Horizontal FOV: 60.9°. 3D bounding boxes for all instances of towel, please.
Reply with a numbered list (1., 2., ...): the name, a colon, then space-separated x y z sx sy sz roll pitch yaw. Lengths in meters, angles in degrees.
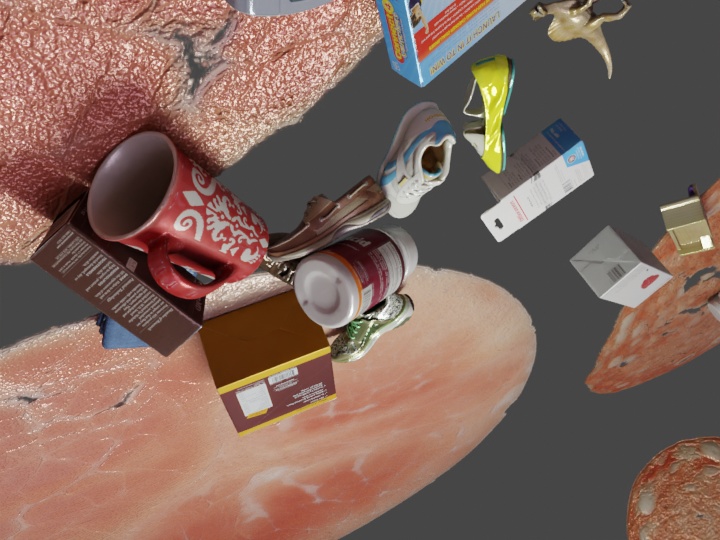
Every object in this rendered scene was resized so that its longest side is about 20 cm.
1. towel: -0.311 0.035 0.895 0.111 0.049 0.200 3 134 -35

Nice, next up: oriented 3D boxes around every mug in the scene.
1. mug: -0.218 -0.044 0.761 0.133 0.178 0.200 0 162 27

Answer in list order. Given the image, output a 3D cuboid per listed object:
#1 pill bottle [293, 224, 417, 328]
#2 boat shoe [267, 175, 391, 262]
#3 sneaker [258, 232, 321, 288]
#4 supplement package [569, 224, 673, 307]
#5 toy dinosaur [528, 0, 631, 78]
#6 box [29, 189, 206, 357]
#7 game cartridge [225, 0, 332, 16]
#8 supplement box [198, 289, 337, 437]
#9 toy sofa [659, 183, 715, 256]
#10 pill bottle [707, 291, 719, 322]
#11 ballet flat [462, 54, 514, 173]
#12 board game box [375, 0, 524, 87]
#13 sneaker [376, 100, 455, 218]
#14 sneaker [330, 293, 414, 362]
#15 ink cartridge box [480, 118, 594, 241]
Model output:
1. pill bottle: 0.000 0.000 0.954 0.200 0.114 0.114 -30 158 -49
2. boat shoe: -0.053 -0.077 0.912 0.199 0.072 0.076 -28 -172 -11
3. sneaker: -0.090 -0.001 0.975 0.200 0.076 0.070 16 127 -46
4. supplement package: 0.603 -0.005 1.411 0.199 0.120 0.121 12 129 -44
5. toy dinosaur: 0.310 -0.346 0.838 0.199 0.058 0.101 14 144 -35
6. box: -0.288 0.006 0.758 0.075 0.100 0.200 -37 120 12
7. game cartridge: -0.041 -0.316 0.570 0.200 0.041 0.133 -37 157 -31
8. supplement box: -0.159 0.166 1.096 0.196 0.133 0.200 -20 145 -13
9. toy sofa: 0.761 -0.114 1.429 0.083 0.098 0.200 -17 154 31
10. pill bottle: 1.241 0.087 1.982 0.200 0.112 0.112 -34 145 10
11. ballet flat: 0.183 -0.224 0.898 0.067 0.067 0.200 -5 142 4
12. board game box: 0.101 -0.334 0.642 0.200 0.056 0.196 -42 148 -12
13. sneaker: 0.080 -0.144 0.903 0.076 0.081 0.200 -13 144 -23
14. sneaker: 0.004 0.098 1.191 0.200 0.077 0.089 -40 131 9
15. ink cartridge box: 0.288 -0.150 1.050 0.200 0.067 0.116 -36 145 11
